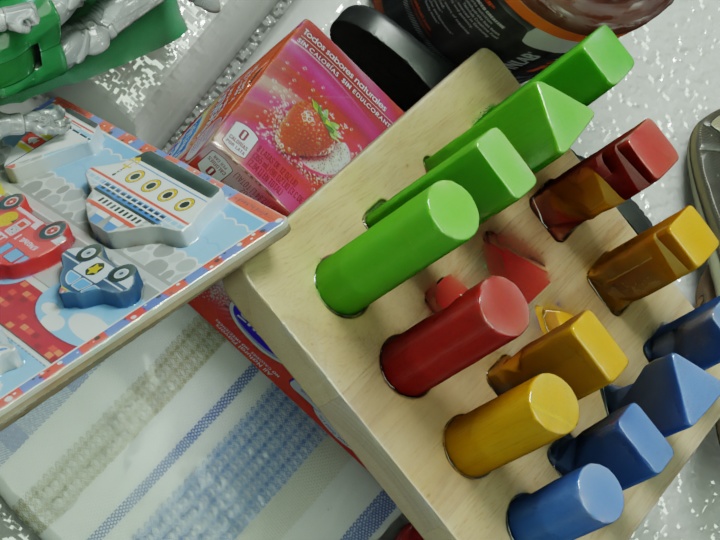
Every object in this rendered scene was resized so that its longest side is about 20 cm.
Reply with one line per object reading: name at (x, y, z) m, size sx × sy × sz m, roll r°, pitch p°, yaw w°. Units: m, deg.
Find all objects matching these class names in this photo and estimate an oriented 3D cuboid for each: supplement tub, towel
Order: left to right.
towel at (-0.083, 0.086, 0.926) m, size 0.200 × 0.024 × 0.147 m, roll 46°, pitch 70°, yaw -10°
supplement tub at (0.085, -0.149, 0.926) m, size 0.106 × 0.200 × 0.108 m, roll 2°, pitch 83°, yaw -20°

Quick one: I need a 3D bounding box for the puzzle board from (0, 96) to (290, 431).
puzzle board at (-0.142, -0.012, 0.830) m, size 0.150 × 0.199 × 0.018 m, roll -35°, pitch 126°, yaw -21°

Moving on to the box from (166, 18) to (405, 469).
box at (0.000, 0.000, 0.916) m, size 0.200 × 0.100 × 0.096 m, roll 43°, pitch 49°, yaw -11°

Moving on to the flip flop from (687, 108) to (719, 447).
flip flop at (0.202, 0.013, 1.034) m, size 0.080 × 0.058 × 0.202 m, roll -1°, pitch 69°, yaw -17°

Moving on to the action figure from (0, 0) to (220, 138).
action figure at (-0.151, -0.095, 0.860) m, size 0.199 × 0.119 × 0.055 m, roll -33°, pitch 54°, yaw -23°

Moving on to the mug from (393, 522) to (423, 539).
mug at (0.094, 0.204, 0.926) m, size 0.198 × 0.133 × 0.179 m, roll 7°, pitch 83°, yaw -24°

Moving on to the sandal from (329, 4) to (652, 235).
sandal at (0.060, -0.051, 0.976) m, size 0.199 × 0.075 × 0.045 m, roll 36°, pitch 72°, yaw -6°

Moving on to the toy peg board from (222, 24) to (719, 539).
toy peg board at (0.083, 0.013, 0.841) m, size 0.200 × 0.098 × 0.200 m, roll 51°, pitch 49°, yaw -5°
